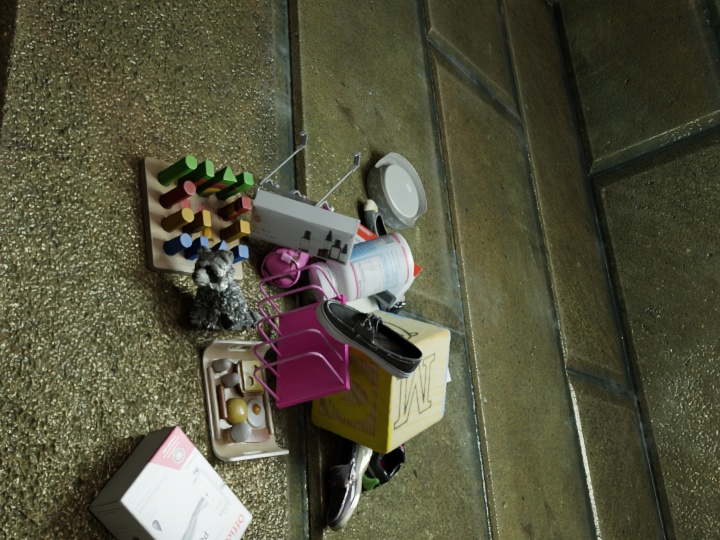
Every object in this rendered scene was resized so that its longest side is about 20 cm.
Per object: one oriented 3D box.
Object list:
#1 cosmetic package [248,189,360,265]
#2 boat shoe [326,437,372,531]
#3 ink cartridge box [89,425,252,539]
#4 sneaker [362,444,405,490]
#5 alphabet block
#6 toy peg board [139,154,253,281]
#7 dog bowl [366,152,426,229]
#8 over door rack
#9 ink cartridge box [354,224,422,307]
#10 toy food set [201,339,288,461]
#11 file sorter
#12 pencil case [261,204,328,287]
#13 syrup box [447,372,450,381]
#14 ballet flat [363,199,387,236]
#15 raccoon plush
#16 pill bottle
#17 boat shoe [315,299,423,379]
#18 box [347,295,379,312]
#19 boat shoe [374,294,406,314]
[{"bbox_3d":[-0.107,-0.079,1.338,0.198,0.083,0.051,16,41,0],"label":"cosmetic package"},{"bbox_3d":[-0.033,0.394,1.360,0.065,0.072,0.201,39,47,-18],"label":"boat shoe"},{"bbox_3d":[-0.269,0.353,1.041,0.201,0.082,0.147,56,37,-19],"label":"ink cartridge box"},{"bbox_3d":[0.068,0.378,1.485,0.077,0.083,0.200,57,37,-18],"label":"sneaker"},{"bbox_3d":[0.039,0.206,1.379,0.199,0.194,0.199,-16,112,-51],"label":"alphabet block"},{"bbox_3d":[-0.271,-0.099,1.253,0.199,0.097,0.202,10,65,-51],"label":"toy peg board"},{"bbox_3d":[0.091,-0.197,1.827,0.199,0.058,0.202,29,52,-44],"label":"dog bowl"},{"bbox_3d":[-0.106,-0.185,1.465,0.201,0.146,0.067,-56,160,-33],"label":"over door rack"},{"bbox_3d":[0.033,-0.030,1.582,0.199,0.044,0.174,36,43,8],"label":"ink cartridge box"},{"bbox_3d":[-0.192,0.222,1.231,0.143,0.060,0.202,9,66,-51],"label":"toy food set"},{"bbox_3d":[-0.109,0.111,1.259,0.126,0.138,0.202,57,22,-45],"label":"file sorter"},{"bbox_3d":[-0.122,-0.053,1.435,0.091,0.094,0.201,40,40,-8],"label":"pencil case"},{"bbox_3d":[0.120,0.236,1.629,0.199,0.081,0.080,-4,78,-55],"label":"syrup box"},{"bbox_3d":[0.059,-0.079,1.724,0.066,0.056,0.202,-23,92,-56],"label":"ballet flat"},{"bbox_3d":[-0.233,0.030,1.232,0.200,0.096,0.136,18,77,-80],"label":"raccoon plush"},{"bbox_3d":[0.000,0.000,1.443,0.198,0.109,0.110,-17,86,-18],"label":"pill bottle"},{"bbox_3d":[0.019,0.104,1.192,0.199,0.066,0.070,39,41,-1],"label":"boat shoe"},{"bbox_3d":[-0.040,0.100,1.491,0.199,0.068,0.083,-19,90,-56],"label":"box"},{"bbox_3d":[0.018,0.035,1.612,0.074,0.093,0.201,-11,54,-36],"label":"boat shoe"}]
